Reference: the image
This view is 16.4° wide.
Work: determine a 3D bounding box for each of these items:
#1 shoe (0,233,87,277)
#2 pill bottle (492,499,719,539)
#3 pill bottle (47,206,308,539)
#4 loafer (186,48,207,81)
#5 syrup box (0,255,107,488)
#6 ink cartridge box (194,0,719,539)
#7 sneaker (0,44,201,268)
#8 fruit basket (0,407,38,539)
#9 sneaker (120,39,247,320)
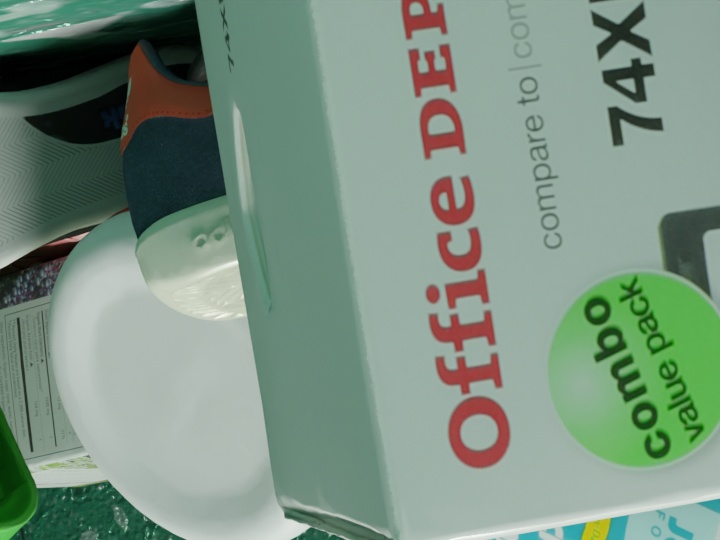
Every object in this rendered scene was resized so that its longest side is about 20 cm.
[{"bbox_3d":[-0.132,-0.035,0.995,0.200,0.072,0.091,-5,168,25],"label":"shoe"},{"bbox_3d":[0.093,0.050,0.699,0.200,0.111,0.111,23,-162,33],"label":"pill bottle"},{"bbox_3d":[0.000,0.000,0.837,0.116,0.116,0.200,-9,-163,41],"label":"pill bottle"},{"bbox_3d":[0.046,-0.060,0.761,0.199,0.072,0.073,-9,179,7],"label":"loafer"},{"bbox_3d":[-0.083,0.034,0.972,0.200,0.082,0.079,-16,167,43],"label":"syrup box"},{"bbox_3d":[0.076,-0.029,0.552,0.199,0.147,0.146,-10,180,-11],"label":"ink cartridge box"},{"bbox_3d":[-0.145,-0.027,0.854,0.200,0.073,0.112,-10,179,-33],"label":"sneaker"},{"bbox_3d":[-0.214,0.019,0.895,0.155,0.216,0.215,-9,179,-29],"label":"fruit basket"},{"bbox_3d":[0.030,-0.054,0.671,0.199,0.085,0.075,-14,163,-5],"label":"sneaker"}]
